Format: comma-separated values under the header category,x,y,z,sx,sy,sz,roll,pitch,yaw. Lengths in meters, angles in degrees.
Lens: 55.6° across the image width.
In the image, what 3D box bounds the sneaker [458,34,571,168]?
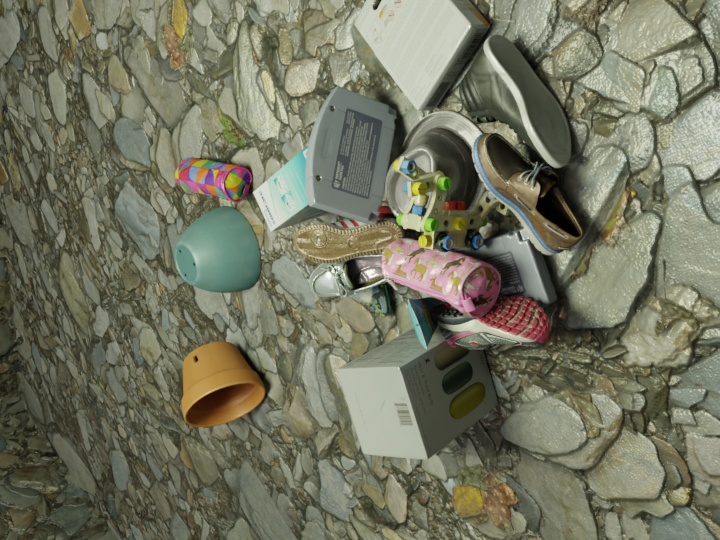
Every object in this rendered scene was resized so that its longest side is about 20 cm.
category,x,y,z,sx,sy,sz,roll,pitch,yaw
sneaker,0.212,-0.216,0.951,0.201,0.070,0.099,59,149,5

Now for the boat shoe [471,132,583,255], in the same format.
category,x,y,z,sx,sy,sz,roll,pitch,yaw
boat shoe,0.235,-0.114,0.935,0.200,0.072,0.072,48,153,-9

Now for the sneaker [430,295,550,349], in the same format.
category,x,y,z,sx,sy,sz,roll,pitch,yaw
sneaker,0.197,0.083,1.011,0.199,0.080,0.075,6,126,53

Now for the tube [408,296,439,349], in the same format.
category,x,y,z,sx,sy,sz,roll,pitch,yaw
tube,0.100,0.075,1.090,0.050,0.200,0.078,-26,87,11

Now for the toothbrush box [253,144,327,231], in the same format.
category,x,y,z,sx,sy,sz,roll,pitch,yaw
toothbrush box,-0.073,-0.156,1.209,0.200,0.146,0.086,-30,85,49

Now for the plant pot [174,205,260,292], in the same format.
category,x,y,z,sx,sy,sz,roll,pitch,yaw
plant pot,-0.339,-0.033,1.547,0.199,0.134,0.202,21,121,39

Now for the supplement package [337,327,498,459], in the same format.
category,x,y,z,sx,sy,sz,roll,pitch,yaw
supplement package,0.098,0.194,1.133,0.150,0.199,0.153,-11,98,47

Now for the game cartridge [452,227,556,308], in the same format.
category,x,y,z,sx,sy,sz,roll,pitch,yaw
game cartridge,0.204,0.018,1.062,0.199,0.041,0.134,-16,91,48

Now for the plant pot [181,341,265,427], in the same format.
category,x,y,z,sx,sy,sz,roll,pitch,yaw
plant pot,-0.344,0.266,1.650,0.201,0.199,0.141,-57,48,42

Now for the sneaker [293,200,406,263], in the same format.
category,x,y,z,sx,sy,sz,roll,pitch,yaw
sneaker,-0.010,-0.068,1.179,0.198,0.113,0.072,-4,111,19

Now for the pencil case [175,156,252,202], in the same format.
category,x,y,z,sx,sy,sz,roll,pitch,yaw
pencil case,-0.323,-0.201,1.503,0.199,0.088,0.089,18,118,44

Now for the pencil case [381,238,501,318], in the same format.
category,x,y,z,sx,sy,sz,roll,pitch,yaw
pencil case,0.118,0.007,1.030,0.199,0.082,0.087,20,89,51

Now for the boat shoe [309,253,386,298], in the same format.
category,x,y,z,sx,sy,sz,roll,pitch,yaw
boat shoe,0.001,0.001,1.186,0.200,0.065,0.075,-14,98,13

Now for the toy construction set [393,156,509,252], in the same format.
category,x,y,z,sx,sy,sz,roll,pitch,yaw
toy construction set,0.136,-0.094,0.986,0.092,0.198,0.132,-158,68,-65

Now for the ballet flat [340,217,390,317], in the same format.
category,x,y,z,sx,sy,sz,roll,pitch,yaw
ballet flat,0.001,-0.004,1.250,0.074,0.074,0.202,-6,100,47

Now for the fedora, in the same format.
category,x,y,z,sx,sy,sz,roll,pitch,yaw
fedora,0.105,-0.143,1.067,0.177,0.090,0.201,49,135,20

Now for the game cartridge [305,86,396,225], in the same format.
category,x,y,z,sx,sy,sz,roll,pitch,yaw
game cartridge,-0.018,-0.184,1.089,0.041,0.132,0.202,-15,61,62

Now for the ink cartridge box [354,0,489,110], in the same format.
category,x,y,z,sx,sy,sz,roll,pitch,yaw
ink cartridge box,0.086,-0.370,1.037,0.201,0.050,0.162,60,139,22
